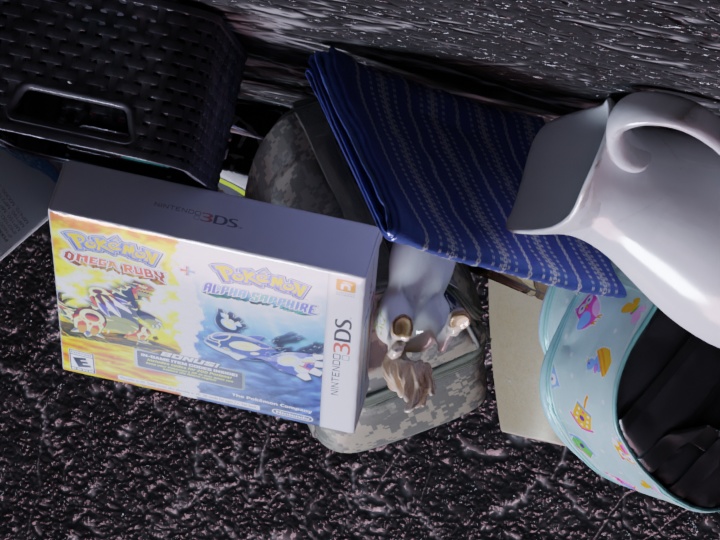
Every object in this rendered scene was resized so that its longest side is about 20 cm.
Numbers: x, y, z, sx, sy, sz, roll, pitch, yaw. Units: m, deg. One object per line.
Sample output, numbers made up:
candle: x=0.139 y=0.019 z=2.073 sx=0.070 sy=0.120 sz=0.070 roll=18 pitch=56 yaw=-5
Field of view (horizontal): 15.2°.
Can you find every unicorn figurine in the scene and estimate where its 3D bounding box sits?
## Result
unicorn figurine: x=0.048 y=-0.018 z=1.646 sx=0.074 sy=0.200 sz=0.137 roll=29 pitch=180 yaw=-4

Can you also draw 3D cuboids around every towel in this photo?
towel: x=0.064 y=-0.056 z=1.572 sx=0.200 sy=0.024 sz=0.145 roll=13 pitch=-139 yaw=-42

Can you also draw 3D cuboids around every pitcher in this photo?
pitcher: x=0.205 y=-0.032 z=1.509 sx=0.200 sy=0.121 sz=0.172 roll=24 pitch=160 yaw=-12

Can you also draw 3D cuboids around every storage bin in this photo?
storage bin: x=-0.148 y=-0.109 z=1.588 sx=0.135 sy=0.094 sz=0.200 roll=12 pitch=177 yaw=4

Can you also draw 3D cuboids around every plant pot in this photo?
plant pot: x=0.173 y=0.035 z=2.043 sx=0.187 sy=0.200 sz=0.187 roll=12 pitch=177 yaw=1

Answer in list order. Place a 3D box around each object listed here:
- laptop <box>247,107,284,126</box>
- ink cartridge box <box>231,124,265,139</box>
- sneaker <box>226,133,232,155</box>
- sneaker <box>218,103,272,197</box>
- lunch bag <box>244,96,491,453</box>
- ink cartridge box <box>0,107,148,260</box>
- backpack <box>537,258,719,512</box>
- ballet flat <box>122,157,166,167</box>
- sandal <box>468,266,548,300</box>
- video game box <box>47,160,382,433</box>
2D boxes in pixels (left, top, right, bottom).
laptop: x=-0.016 y=-0.091 z=2.130 sx=0.200 sy=0.116 sz=0.187 roll=-14 pitch=-168 yaw=-29
ink cartridge box: x=-0.164 y=-0.130 z=1.847 sx=0.200 sy=0.039 sz=0.099 roll=13 pitch=178 yaw=16
sneaker: x=-0.179 y=-0.110 z=1.983 sx=0.075 sy=0.081 sz=0.200 roll=22 pitch=165 yaw=-39
sneaker: x=-0.072 y=-0.056 z=2.010 sx=0.200 sy=0.074 sz=0.081 roll=33 pitch=141 yaw=23
lunch bag: x=0.000 y=0.000 z=1.820 sx=0.139 sy=0.200 sz=0.168 roll=-19 pitch=142 yaw=-6
ink cartridge box: x=-0.248 y=-0.053 z=1.743 sx=0.148 sy=0.086 sz=0.200 roll=-28 pitch=-169 yaw=46
backpack: x=0.201 y=0.044 z=1.677 sx=0.153 sy=0.200 sz=0.176 roll=8 pitch=155 yaw=48
ballet flat: x=-0.111 y=-0.029 z=1.827 sx=0.200 sy=0.067 sz=0.062 roll=56 pitch=-169 yaw=12
sandal: x=0.116 y=-0.013 z=1.817 sx=0.080 sy=0.054 sz=0.200 roll=22 pitch=177 yaw=-1
video game box: x=-0.090 y=0.019 z=1.674 sx=0.200 sy=0.047 sz=0.182 roll=12 pitch=144 yaw=6
